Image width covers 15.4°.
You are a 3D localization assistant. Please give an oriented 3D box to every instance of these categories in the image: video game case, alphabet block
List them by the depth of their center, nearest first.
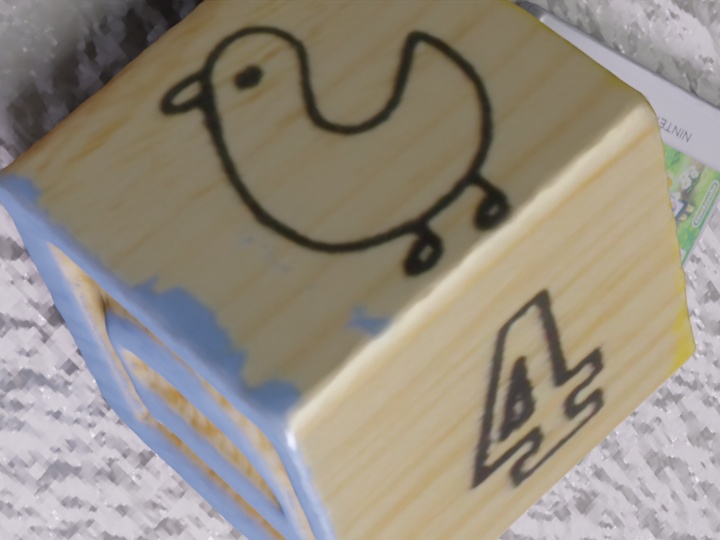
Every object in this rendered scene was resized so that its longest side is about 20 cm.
[{"bbox_3d":[0.000,0.000,1.121,0.200,0.195,0.197,-42,149,-15],"label":"alphabet block"},{"bbox_3d":[0.097,-0.013,1.335,0.182,0.022,0.201,23,96,-44],"label":"video game case"}]
